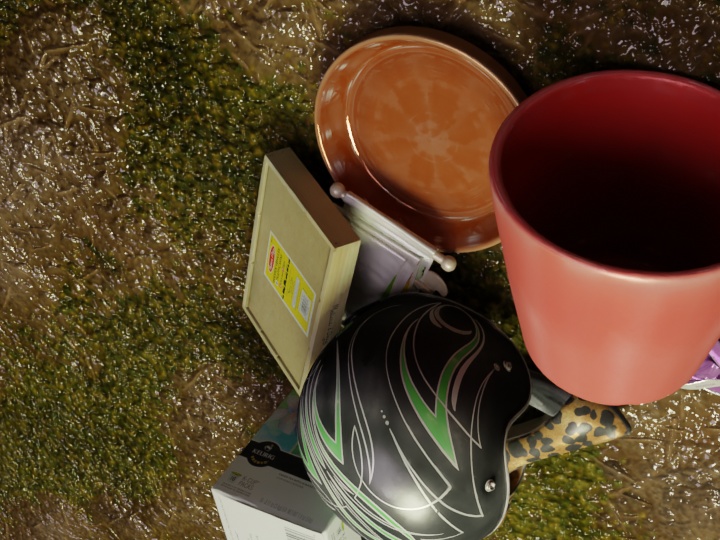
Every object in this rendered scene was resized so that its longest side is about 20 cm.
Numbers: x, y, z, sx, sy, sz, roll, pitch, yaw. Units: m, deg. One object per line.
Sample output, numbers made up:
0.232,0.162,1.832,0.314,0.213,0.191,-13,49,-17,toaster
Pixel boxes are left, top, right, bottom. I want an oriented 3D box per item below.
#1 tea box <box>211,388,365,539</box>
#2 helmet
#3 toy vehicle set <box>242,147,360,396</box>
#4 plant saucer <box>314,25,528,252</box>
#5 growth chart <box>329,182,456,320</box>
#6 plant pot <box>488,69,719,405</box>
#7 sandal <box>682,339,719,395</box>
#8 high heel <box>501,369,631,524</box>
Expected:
-0.025,0.237,1.124,0.132,0.197,0.202,14,133,28,tea box
0.041,0.137,0.954,0.198,0.192,0.201,16,138,15,helmet
-0.058,0.006,1.011,0.125,0.026,0.201,54,147,32,toy vehicle set
0.056,-0.105,0.906,0.198,0.032,0.202,19,134,20,plant saucer
0.000,0.000,1.015,0.144,0.018,0.200,37,148,-2,growth chart
0.189,-0.011,0.798,0.198,0.201,0.179,17,142,19,plant pot
0.260,0.065,0.905,0.201,0.050,0.083,22,135,15,sandal
0.173,0.186,1.043,0.141,0.071,0.202,19,125,27,high heel
